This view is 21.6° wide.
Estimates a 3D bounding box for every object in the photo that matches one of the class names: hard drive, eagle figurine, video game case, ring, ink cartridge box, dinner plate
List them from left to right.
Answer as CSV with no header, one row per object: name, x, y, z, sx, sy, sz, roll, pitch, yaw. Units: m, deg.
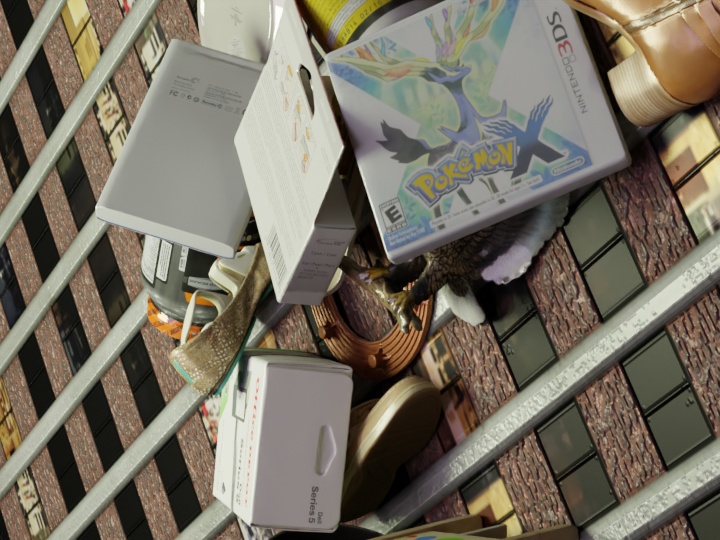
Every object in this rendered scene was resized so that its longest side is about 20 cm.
hard drive,-0.145,-0.114,1.727,0.025,0.131,0.201,98,-170,-58
dinner plate,-0.114,-0.250,1.830,0.199,0.024,0.203,17,111,53
ink cartridge box,-0.074,0.149,1.721,0.200,0.083,0.147,-175,90,-76
ink cartridge box,-0.045,-0.103,1.574,0.201,0.044,0.177,-108,32,-41
ring,0.000,0.000,1.716,0.200,0.019,0.203,16,110,54
eagle figurine,0.076,-0.048,1.532,0.151,0.151,0.201,36,98,-2
video game case,0.087,-0.124,1.449,0.198,0.022,0.184,-23,68,13

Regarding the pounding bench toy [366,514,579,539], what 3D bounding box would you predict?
pounding bench toy,0.102,0.313,1.534,0.155,0.123,0.202,-3,94,55

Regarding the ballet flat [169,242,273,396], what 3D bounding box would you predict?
ballet flat,-0.118,0.025,1.737,0.065,0.201,0.071,33,138,-8

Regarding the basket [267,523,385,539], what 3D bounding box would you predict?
basket,-0.025,0.349,1.712,0.137,0.178,0.201,-74,-1,-51

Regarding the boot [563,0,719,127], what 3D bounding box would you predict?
boot,0.214,-0.216,1.324,0.155,0.073,0.201,-36,79,53

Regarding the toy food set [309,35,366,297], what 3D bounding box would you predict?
toy food set,-0.043,-0.091,1.676,0.144,0.060,0.202,-122,42,-60

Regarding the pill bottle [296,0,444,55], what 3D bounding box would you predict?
pill bottle,-0.003,-0.242,1.594,0.201,0.110,0.112,57,138,31

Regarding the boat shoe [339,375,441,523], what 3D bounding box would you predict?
boat shoe,0.009,0.149,1.685,0.065,0.071,0.201,60,141,27

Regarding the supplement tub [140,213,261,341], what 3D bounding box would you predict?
supplement tub,-0.146,-0.039,1.828,0.122,0.122,0.202,41,129,44
